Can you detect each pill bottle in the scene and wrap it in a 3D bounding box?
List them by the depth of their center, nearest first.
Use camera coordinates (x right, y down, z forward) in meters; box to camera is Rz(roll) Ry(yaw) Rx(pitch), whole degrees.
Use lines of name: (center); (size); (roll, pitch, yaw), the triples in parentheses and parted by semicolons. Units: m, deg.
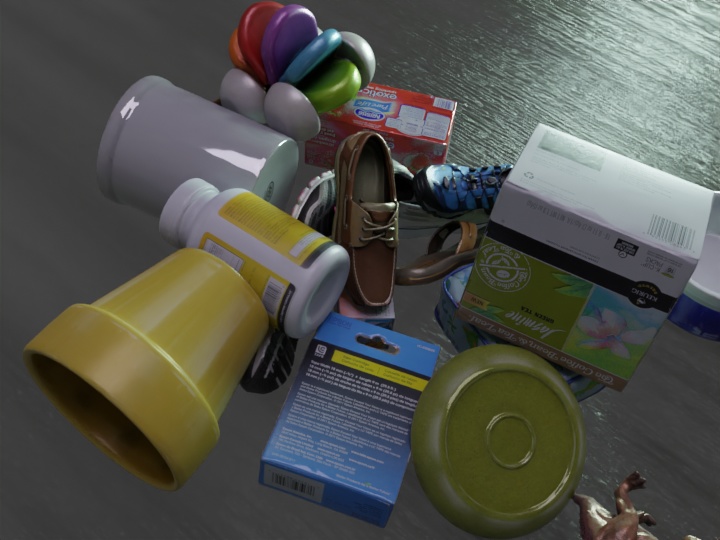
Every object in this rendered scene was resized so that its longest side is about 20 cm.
pill bottle: (-0.119, -0.020, 0.944); (0.199, 0.112, 0.112); (31, 53, 17)

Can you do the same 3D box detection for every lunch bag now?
lunch bag: (0.197, 0.073, 1.019); (0.160, 0.083, 0.200); (-21, 55, -22)

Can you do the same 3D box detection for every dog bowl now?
dog bowl: (0.469, -0.007, 1.126); (0.198, 0.079, 0.201); (4, 49, -4)

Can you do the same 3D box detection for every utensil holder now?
utensil holder: (-0.199, -0.130, 1.089); (0.199, 0.171, 0.170); (23, 50, 9)

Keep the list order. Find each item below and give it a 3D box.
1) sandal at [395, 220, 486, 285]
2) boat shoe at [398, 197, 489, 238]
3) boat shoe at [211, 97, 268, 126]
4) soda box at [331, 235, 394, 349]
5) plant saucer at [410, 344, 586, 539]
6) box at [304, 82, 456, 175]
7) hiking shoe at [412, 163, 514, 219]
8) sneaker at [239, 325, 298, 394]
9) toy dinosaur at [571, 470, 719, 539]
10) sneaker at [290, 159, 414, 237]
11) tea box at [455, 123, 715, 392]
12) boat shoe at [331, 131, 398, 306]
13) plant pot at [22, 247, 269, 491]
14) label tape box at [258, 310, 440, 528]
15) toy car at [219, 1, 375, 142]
sandal: (0.113, -0.032, 1.081); (0.199, 0.054, 0.080); (-23, 11, -38)
boat shoe: (0.129, -0.091, 1.163); (0.199, 0.066, 0.074); (-14, 52, -19)
boat shoe: (-0.159, -0.232, 1.240); (0.199, 0.065, 0.073); (-33, 101, -35)
soda box: (0.000, 0.000, 1.070); (0.068, 0.064, 0.201); (1, 50, -6)
plant saucer: (0.150, 0.176, 0.892); (0.198, 0.031, 0.202); (2, 81, -13)
box: (0.027, -0.194, 1.217); (0.198, 0.096, 0.100); (13, 49, 4)
hiking shoe: (0.154, -0.111, 1.088); (0.199, 0.087, 0.075); (0, 69, -37)
sneaker: (-0.113, 0.061, 1.010); (0.079, 0.074, 0.201); (1, 43, 13)
toy dinosaur: (0.268, 0.290, 0.847); (0.135, 0.086, 0.200); (-36, 56, -24)
sneaker: (-0.003, -0.081, 1.047); (0.087, 0.074, 0.200); (29, 48, 27)
tea box: (0.233, -0.014, 0.915); (0.199, 0.198, 0.134); (24, 44, 12)
boat shoe: (0.008, -0.060, 0.974); (0.075, 0.074, 0.202); (-6, 87, -19)
plant pot: (-0.198, 0.084, 0.870); (0.200, 0.201, 0.189); (30, 59, 18)
label tape box: (-0.007, 0.156, 0.934); (0.143, 0.064, 0.201); (18, 50, 6)
toy car: (-0.091, -0.276, 1.123); (0.199, 0.151, 0.175); (24, 59, 36)
